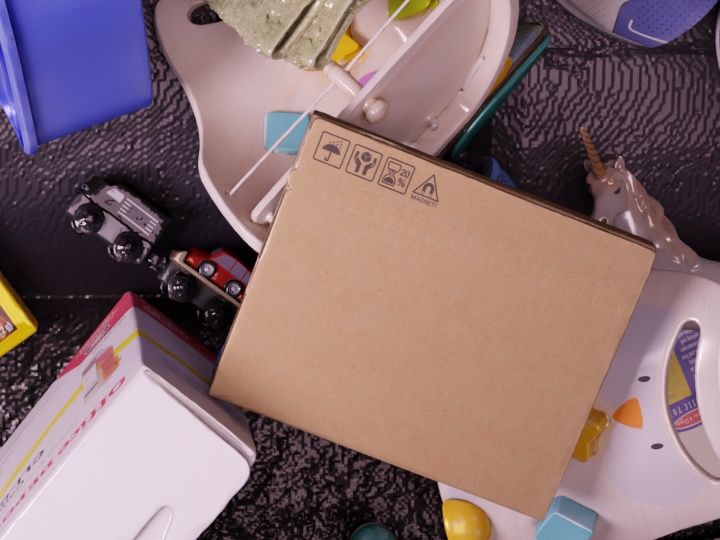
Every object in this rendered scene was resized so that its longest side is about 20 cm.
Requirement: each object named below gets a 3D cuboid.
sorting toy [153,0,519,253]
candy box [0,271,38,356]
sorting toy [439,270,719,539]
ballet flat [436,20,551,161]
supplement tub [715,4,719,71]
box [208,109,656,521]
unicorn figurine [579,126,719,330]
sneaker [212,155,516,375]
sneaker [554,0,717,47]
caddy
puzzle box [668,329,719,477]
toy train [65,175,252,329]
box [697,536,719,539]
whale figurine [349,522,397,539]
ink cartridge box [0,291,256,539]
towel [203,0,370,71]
[{"bbox_3d":[-0.026,-0.134,1.195,0.200,0.107,0.180,-46,68,9],"label":"sorting toy"},{"bbox_3d":[-0.299,0.050,1.241,0.199,0.026,0.103,-35,101,-1],"label":"candy box"},{"bbox_3d":[0.135,0.078,1.201,0.179,0.107,0.202,-9,96,29],"label":"sorting toy"},{"bbox_3d":[0.031,-0.078,1.249,0.074,0.074,0.201,36,91,-13],"label":"ballet flat"},{"bbox_3d":[0.297,-0.127,1.208,0.143,0.200,0.146,-2,101,-9],"label":"supplement tub"},{"bbox_3d":[0.037,0.026,1.132,0.199,0.021,0.165,21,101,-7],"label":"box"},{"bbox_3d":[0.189,0.016,1.268,0.199,0.074,0.138,18,78,-17],"label":"unicorn figurine"},{"bbox_3d":[0.000,0.000,1.179,0.199,0.066,0.079,-27,122,-9],"label":"sneaker"},{"bbox_3d":[0.126,-0.204,1.211,0.199,0.115,0.081,42,93,-14],"label":"sneaker"},{"bbox_3d":[-0.181,-0.152,1.139,0.104,0.200,0.142,-16,62,-10],"label":"caddy"},{"bbox_3d":[0.151,0.099,1.319,0.199,0.025,0.134,-25,102,-3],"label":"puzzle box"},{"bbox_3d":[-0.087,0.009,1.263,0.199,0.034,0.046,37,81,-13],"label":"toy train"},{"bbox_3d":[0.189,0.270,1.257,0.147,0.200,0.125,-8,118,-7],"label":"box"},{"bbox_3d":[-0.012,0.232,1.279,0.199,0.104,0.160,18,98,-13],"label":"whale figurine"},{"bbox_3d":[-0.139,0.107,1.187,0.083,0.200,0.145,39,93,-13],"label":"ink cartridge box"},{"bbox_3d":[-0.050,-0.211,1.166,0.200,0.036,0.149,42,95,30],"label":"towel"}]
